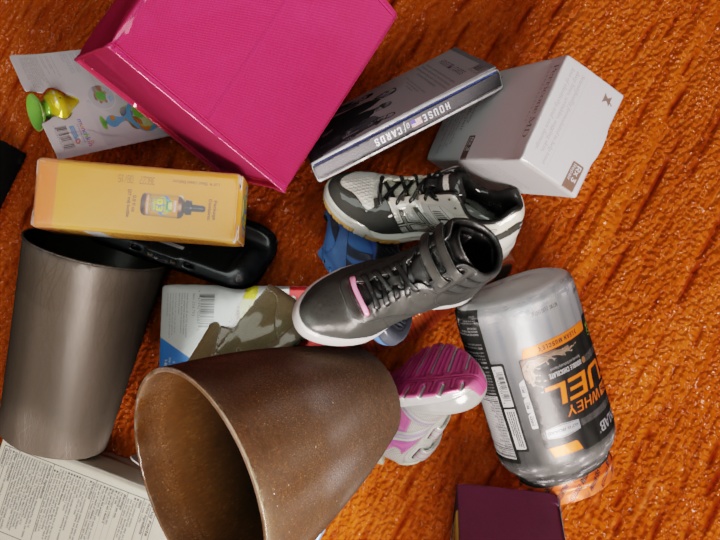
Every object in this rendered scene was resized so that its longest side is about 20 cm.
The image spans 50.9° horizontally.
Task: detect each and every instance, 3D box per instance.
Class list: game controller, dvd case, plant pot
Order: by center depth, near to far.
[{"bbox_3d":[-0.061,0.144,0.651,0.197,0.186,0.191,-18,82,-42],"label":"plant pot"},{"bbox_3d":[0.033,-0.165,0.772,0.196,0.151,0.025,-26,115,2],"label":"dvd case"},{"bbox_3d":[-0.188,-0.038,0.802,0.195,0.043,0.105,18,43,6],"label":"game controller"}]

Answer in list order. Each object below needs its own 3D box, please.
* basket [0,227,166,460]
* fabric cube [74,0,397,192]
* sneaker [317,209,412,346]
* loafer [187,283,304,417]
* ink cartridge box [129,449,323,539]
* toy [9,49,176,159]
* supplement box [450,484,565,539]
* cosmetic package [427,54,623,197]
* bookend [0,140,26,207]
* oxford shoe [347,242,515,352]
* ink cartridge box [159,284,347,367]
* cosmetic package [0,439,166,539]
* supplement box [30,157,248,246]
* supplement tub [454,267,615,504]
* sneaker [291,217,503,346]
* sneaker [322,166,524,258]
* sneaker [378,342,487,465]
[{"bbox_3d":[-0.290,0.074,0.773,0.133,0.180,0.205,17,96,8],"label":"basket"},{"bbox_3d":[-0.121,-0.220,0.717,0.199,0.195,0.202,37,81,-31],"label":"fabric cube"},{"bbox_3d":[0.000,0.000,0.766,0.077,0.066,0.204,-31,47,23],"label":"sneaker"},{"bbox_3d":[-0.134,0.087,0.732,0.198,0.076,0.068,-36,85,-8],"label":"loafer"},{"bbox_3d":[-0.120,0.208,0.764,0.197,0.115,0.069,32,87,6],"label":"ink cartridge box"},{"bbox_3d":[-0.257,-0.177,0.802,0.047,0.198,0.117,-35,82,42],"label":"toy"},{"bbox_3d":[0.127,0.321,0.689,0.100,0.132,0.205,5,115,5],"label":"supplement box"},{"bbox_3d":[0.148,-0.134,0.727,0.073,0.199,0.104,27,87,-19],"label":"cosmetic package"},{"bbox_3d":[-0.513,-0.089,0.832,0.196,0.092,0.203,24,86,7],"label":"bookend"},{"bbox_3d":[0.063,0.019,0.798,0.197,0.072,0.074,-30,66,-5],"label":"oxford shoe"},{"bbox_3d":[-0.108,0.076,0.798,0.194,0.067,0.120,1,86,5],"label":"ink cartridge box"},{"bbox_3d":[-0.279,0.246,0.788,0.195,0.087,0.106,19,86,7],"label":"cosmetic package"},{"bbox_3d":[-0.208,-0.063,0.734,0.194,0.069,0.069,5,85,0],"label":"supplement box"},{"bbox_3d":[0.174,0.111,0.736,0.119,0.123,0.205,-18,97,2],"label":"supplement tub"},{"bbox_3d":[0.037,0.003,0.649,0.195,0.099,0.072,-14,69,-26],"label":"sneaker"},{"bbox_3d":[0.063,-0.070,0.724,0.194,0.088,0.077,12,53,-9],"label":"sneaker"},{"bbox_3d":[0.056,0.139,0.748,0.089,0.198,0.081,53,50,-9],"label":"sneaker"}]
